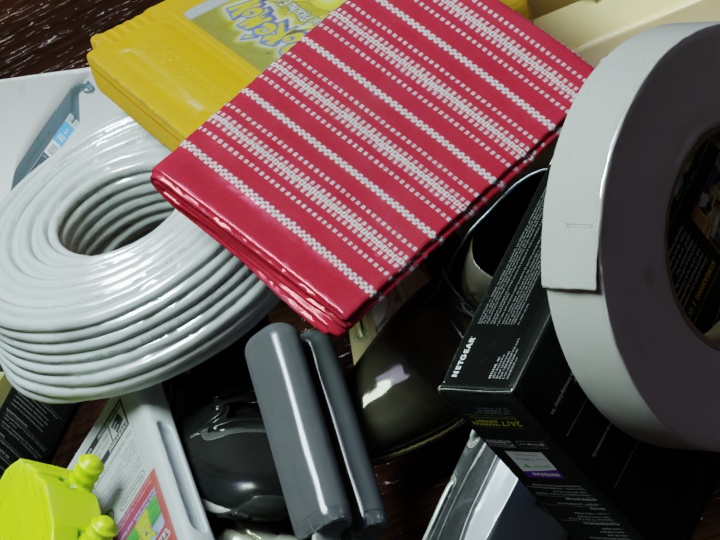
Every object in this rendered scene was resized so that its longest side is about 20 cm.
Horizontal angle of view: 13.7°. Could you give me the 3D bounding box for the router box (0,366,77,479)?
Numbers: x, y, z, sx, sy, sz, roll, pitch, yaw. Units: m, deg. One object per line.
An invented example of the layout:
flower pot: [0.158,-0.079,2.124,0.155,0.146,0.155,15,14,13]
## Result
router box: [-0.279,0.122,1.808,0.200,0.052,0.158,-3,51,42]

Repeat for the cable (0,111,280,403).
cable: [-0.116,-0.015,1.610,0.199,0.069,0.200,-2,41,35]

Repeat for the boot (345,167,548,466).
boot: [0.047,0.018,1.506,0.200,0.097,0.075,-41,65,3]

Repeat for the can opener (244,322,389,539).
can opener: [-0.021,0.123,1.485,0.066,0.053,0.201,-29,63,33]

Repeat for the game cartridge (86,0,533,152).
game cartridge: [-0.033,-0.128,1.624,0.200,0.033,0.176,-26,32,-18]

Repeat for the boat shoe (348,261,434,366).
boat shoe: [0.000,0.000,1.638,0.063,0.073,0.200,-26,36,-2]

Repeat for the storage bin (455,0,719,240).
storage bin: [0.136,-0.117,1.618,0.200,0.094,0.199,-21,41,28]

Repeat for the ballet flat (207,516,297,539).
ballet flat: [-0.071,0.153,1.564,0.200,0.063,0.069,13,64,50]

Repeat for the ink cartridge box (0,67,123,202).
ink cartridge box: [-0.152,-0.032,1.781,0.200,0.045,0.177,-4,78,45]

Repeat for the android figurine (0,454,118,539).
android figurine: [-0.180,0.183,1.565,0.200,0.041,0.182,-58,31,27]

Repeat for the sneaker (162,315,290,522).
sneaker: [-0.073,0.064,1.595,0.200,0.075,0.088,-128,42,-64]

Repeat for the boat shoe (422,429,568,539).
boat shoe: [0.086,0.079,1.482,0.068,0.074,0.200,12,76,47]

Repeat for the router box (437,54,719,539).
router box: [0.131,0.019,1.431,0.051,0.149,0.200,1,53,44]

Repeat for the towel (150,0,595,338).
towel: [0.009,-0.067,1.508,0.145,0.023,0.200,38,67,27]

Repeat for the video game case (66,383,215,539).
video game case: [-0.139,0.181,1.563,0.200,0.023,0.182,-57,32,24]

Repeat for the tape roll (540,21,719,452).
tape roll: [0.161,-0.016,1.394,0.037,0.203,0.203,3,55,45]
